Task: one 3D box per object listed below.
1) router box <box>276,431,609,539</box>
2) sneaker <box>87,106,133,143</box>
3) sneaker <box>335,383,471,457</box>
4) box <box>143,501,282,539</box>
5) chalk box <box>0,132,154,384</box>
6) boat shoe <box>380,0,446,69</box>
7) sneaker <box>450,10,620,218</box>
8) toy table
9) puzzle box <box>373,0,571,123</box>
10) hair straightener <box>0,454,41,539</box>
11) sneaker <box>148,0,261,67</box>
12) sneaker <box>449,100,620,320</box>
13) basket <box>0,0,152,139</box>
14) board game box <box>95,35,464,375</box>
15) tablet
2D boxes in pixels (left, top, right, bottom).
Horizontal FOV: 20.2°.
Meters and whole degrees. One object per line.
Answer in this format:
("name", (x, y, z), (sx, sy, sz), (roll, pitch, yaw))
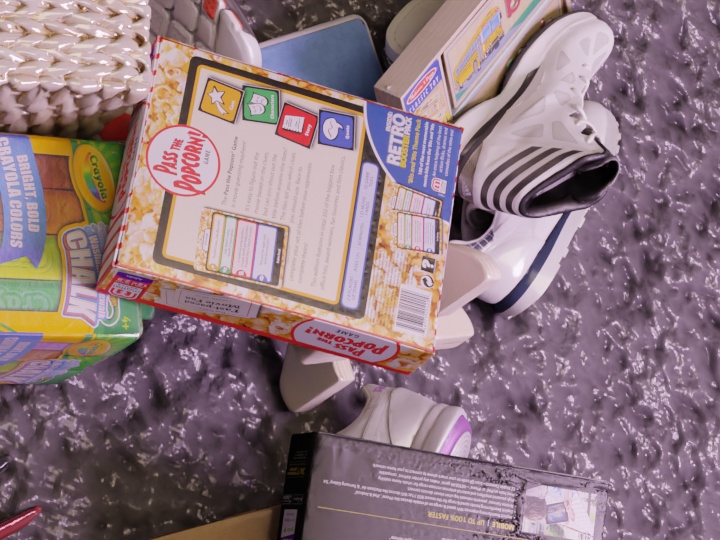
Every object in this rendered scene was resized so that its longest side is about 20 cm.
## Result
("router box", (0.046, 0.187, 1.228), (0.199, 0.051, 0.150), (12, 79, -19))
("sneaker", (-0.091, -0.095, 1.321), (0.199, 0.070, 0.094), (-2, 87, -34))
("sneaker", (-0.008, 0.166, 1.326), (0.099, 0.075, 0.201), (24, 70, 22))
("box", (-0.040, 0.244, 1.244), (0.162, 0.021, 0.202), (-14, 87, -9))
("chalk box", (-0.207, -0.005, 1.206), (0.199, 0.124, 0.125), (1, 73, -34))
("boat shoe", (0.082, -0.189, 1.508), (0.072, 0.061, 0.202), (26, 47, 22))
("sneaker", (0.150, -0.101, 1.441), (0.115, 0.076, 0.201), (27, 55, 27))
("toy table", (0.000, 0.000, 1.322), (0.199, 0.184, 0.118), (-12, 70, -45))
("puzzle box", (0.086, -0.150, 1.442), (0.200, 0.025, 0.133), (-51, 149, -24))
("hair straightener", (-0.282, 0.153, 1.160), (0.199, 0.041, 0.077), (-28, 90, -33))
("sneaker", (-0.118, -0.188, 1.300), (0.200, 0.077, 0.082), (46, 35, 23))
("sneaker", (0.126, -0.061, 1.488), (0.080, 0.076, 0.201), (35, 56, -8))
("basket", (-0.242, -0.156, 1.191), (0.197, 0.200, 0.162), (0, 75, -33))
("board game box", (-0.044, -0.038, 1.199), (0.199, 0.046, 0.153), (16, 65, -16))
("tablet", (-0.053, -0.094, 1.402), (0.199, 0.014, 0.131), (-22, 96, -37))
